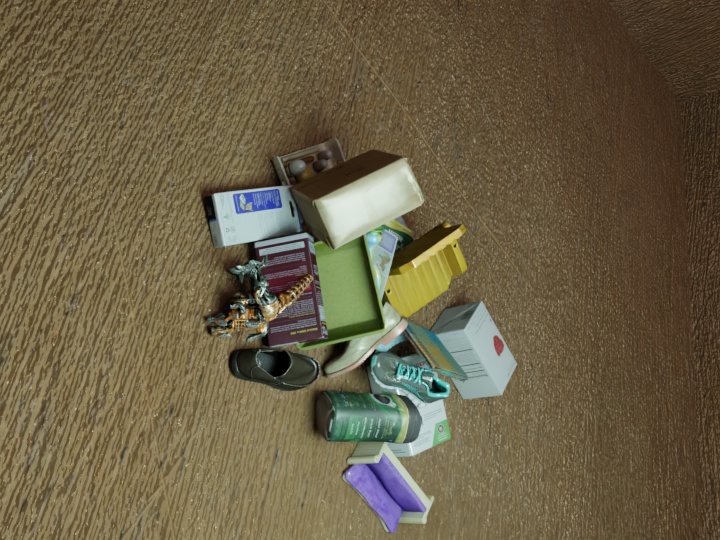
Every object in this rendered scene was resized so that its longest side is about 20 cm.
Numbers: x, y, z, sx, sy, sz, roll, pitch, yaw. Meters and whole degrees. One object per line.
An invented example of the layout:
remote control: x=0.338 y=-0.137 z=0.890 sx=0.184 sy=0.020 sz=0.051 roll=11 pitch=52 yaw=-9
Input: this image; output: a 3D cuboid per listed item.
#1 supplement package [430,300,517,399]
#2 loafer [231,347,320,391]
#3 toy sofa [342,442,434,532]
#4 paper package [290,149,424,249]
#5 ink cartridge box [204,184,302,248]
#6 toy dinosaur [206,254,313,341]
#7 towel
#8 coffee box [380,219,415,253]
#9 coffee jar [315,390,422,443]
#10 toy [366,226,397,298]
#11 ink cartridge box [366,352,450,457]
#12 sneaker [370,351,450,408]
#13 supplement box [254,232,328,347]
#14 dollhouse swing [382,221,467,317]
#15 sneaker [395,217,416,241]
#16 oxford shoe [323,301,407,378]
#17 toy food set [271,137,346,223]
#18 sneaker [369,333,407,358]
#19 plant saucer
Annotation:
supplement package: x=0.275 y=0.197 z=1.731 sx=0.201 sy=0.119 sz=0.121 roll=58 pitch=44 yaw=-17
loafer: x=-0.145 y=0.185 z=1.322 sx=0.199 sy=0.071 sz=0.074 roll=12 pitch=70 yaw=-44
toy sofa: x=0.059 y=0.445 z=1.453 sx=0.201 sy=0.082 sz=0.098 roll=55 pitch=44 yaw=-20
paper package: x=-0.011 y=-0.144 z=1.366 sx=0.199 sy=0.191 sz=0.104 roll=-28 pitch=112 yaw=-12
ink cartridge box: x=-0.203 y=-0.107 z=1.365 sx=0.199 sy=0.039 sz=0.101 roll=-13 pitch=93 yaw=-46
toy dinosaur: x=-0.186 y=0.050 z=1.287 sx=0.199 sy=0.102 sz=0.137 roll=-24 pitch=94 yaw=-36
towel: x=0.153 y=0.173 z=1.528 sx=0.147 sy=0.022 sz=0.200 roll=53 pitch=13 yaw=29
coffee box: x=0.041 y=-0.018 z=1.561 sx=0.122 sy=0.044 sz=0.202 roll=29 pitch=76 yaw=-38
coffee jar: x=0.018 y=0.290 z=1.394 sx=0.198 sy=0.104 sz=0.086 roll=7 pitch=102 yaw=-22
toy: x=0.000 y=0.000 z=1.428 sx=0.047 sy=0.115 sz=0.202 roll=-9 pitch=124 yaw=-47
ink cartridge box: x=0.107 y=0.290 z=1.549 sx=0.144 sy=0.084 sz=0.202 roll=-8 pitch=84 yaw=-47
sneaker: x=0.107 y=0.216 z=1.446 sx=0.199 sy=0.091 sz=0.078 roll=31 pitch=58 yaw=-33
supplement box: x=-0.131 y=0.039 z=1.347 sx=0.061 sy=0.108 sz=0.202 roll=38 pitch=42 yaw=-80
dollhouse swing: x=0.147 y=0.010 z=1.484 sx=0.199 sy=0.175 sz=0.183 roll=-33 pitch=113 yaw=-18
sneaker: x=0.135 y=-0.049 z=1.639 sx=0.077 sy=0.139 sz=0.202 roll=-11 pitch=87 yaw=-47
oxford shoe: x=-0.002 y=0.141 z=1.429 sx=0.074 sy=0.199 sz=0.071 roll=52 pitch=3 yaw=-8
toy food set: x=-0.091 y=-0.195 z=1.503 sx=0.199 sy=0.060 sz=0.145 roll=-28 pitch=99 yaw=-47
sneaker: x=0.041 y=0.153 z=1.543 sx=0.199 sy=0.074 sz=0.083 roll=8 pitch=89 yaw=-42
plant saucer: x=-0.051 y=0.040 z=1.393 sx=0.048 sy=0.198 sz=0.202 roll=-4 pitch=80 yaw=-68
